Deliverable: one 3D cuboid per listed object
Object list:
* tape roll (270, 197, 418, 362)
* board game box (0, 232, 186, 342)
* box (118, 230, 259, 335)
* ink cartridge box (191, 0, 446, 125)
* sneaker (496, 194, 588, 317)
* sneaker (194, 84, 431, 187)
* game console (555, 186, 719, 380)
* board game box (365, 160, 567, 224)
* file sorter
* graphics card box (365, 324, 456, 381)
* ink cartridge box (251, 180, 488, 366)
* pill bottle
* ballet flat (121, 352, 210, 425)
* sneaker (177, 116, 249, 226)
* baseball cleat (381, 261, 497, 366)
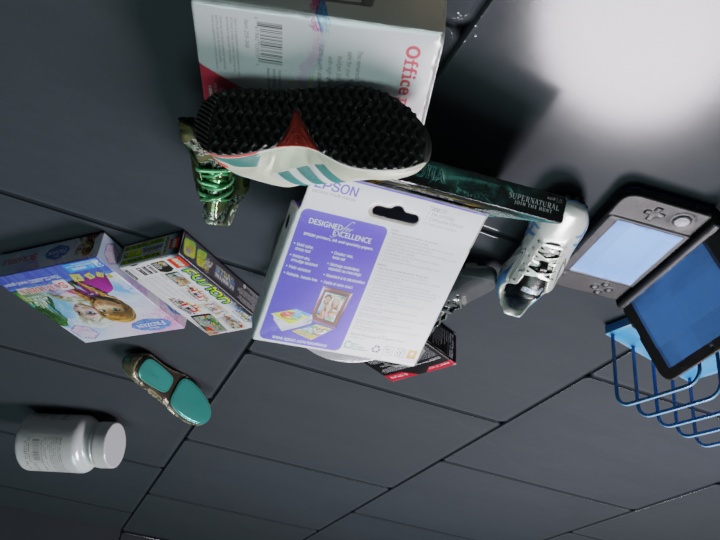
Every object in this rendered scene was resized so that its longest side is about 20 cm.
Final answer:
[{"bbox_3d":[0.000,0.000,0.900,0.196,0.066,0.204,-8,119,-15],"label":"tape roll"},{"bbox_3d":[-0.382,0.032,1.154,0.196,0.042,0.200,-9,145,25],"label":"board game box"},{"bbox_3d":[-0.225,0.024,1.115,0.108,0.035,0.200,-11,144,27],"label":"box"},{"bbox_3d":[-0.035,-0.190,0.684,0.195,0.087,0.148,7,151,-3],"label":"ink cartridge box"},{"bbox_3d":[0.211,-0.013,0.931,0.070,0.074,0.201,11,147,-4],"label":"sneaker"},{"bbox_3d":[-0.037,-0.108,0.690,0.195,0.072,0.093,3,169,3],"label":"sneaker"},{"bbox_3d":[0.329,0.022,0.917,0.167,0.121,0.201,13,148,-10],"label":"game console"},{"bbox_3d":[0.085,-0.083,0.794,0.196,0.029,0.135,12,-178,-27],"label":"board game box"},{"bbox_3d":[0.448,0.142,1.081,0.198,0.125,0.138,26,145,-29],"label":"file sorter"},{"bbox_3d":[0.034,0.087,1.148,0.124,0.052,0.199,-20,140,36],"label":"graphics card box"},{"bbox_3d":[0.006,-0.003,0.828,0.194,0.044,0.203,12,120,-22],"label":"ink cartridge box"},{"bbox_3d":[-0.587,0.352,1.641,0.195,0.117,0.115,0,148,12],"label":"pill bottle"},{"bbox_3d":[-0.342,0.202,1.411,0.074,0.069,0.200,9,151,42],"label":"ballet flat"},{"bbox_3d":[-0.140,-0.093,0.810,0.075,0.091,0.200,1,170,-1],"label":"sneaker"},{"bbox_3d":[0.084,0.061,1.003,0.196,0.108,0.070,-18,149,9],"label":"baseball cleat"}]
